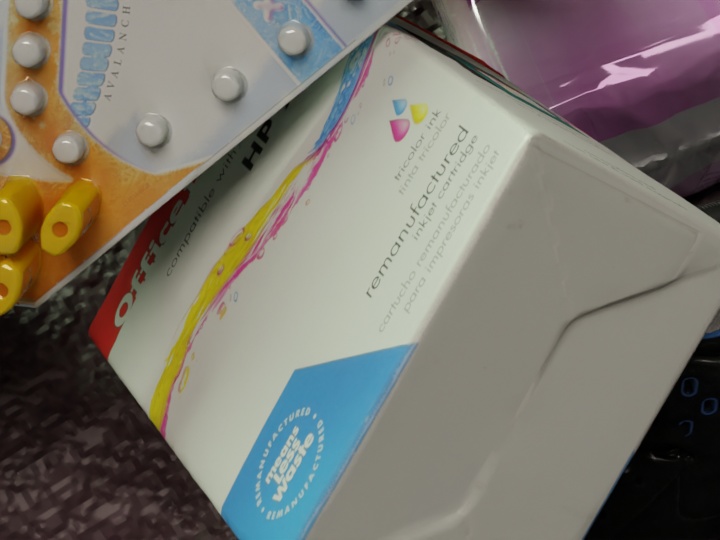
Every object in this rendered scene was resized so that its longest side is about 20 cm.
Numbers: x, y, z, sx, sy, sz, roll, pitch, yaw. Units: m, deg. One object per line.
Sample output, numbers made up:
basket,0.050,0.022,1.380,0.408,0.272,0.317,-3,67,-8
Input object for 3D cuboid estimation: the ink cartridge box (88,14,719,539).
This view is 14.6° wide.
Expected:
ink cartridge box,0.000,0.000,0.694,0.116,0.067,0.200,-61,27,7

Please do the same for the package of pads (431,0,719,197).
package of pads,0.071,-0.112,0.809,0.120,0.076,0.200,-20,60,2

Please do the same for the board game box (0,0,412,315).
board game box,-0.073,-0.119,0.638,0.200,0.026,0.200,-38,100,15

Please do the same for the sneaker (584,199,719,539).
sneaker,0.049,0.045,0.710,0.200,0.112,0.073,-33,61,-6
